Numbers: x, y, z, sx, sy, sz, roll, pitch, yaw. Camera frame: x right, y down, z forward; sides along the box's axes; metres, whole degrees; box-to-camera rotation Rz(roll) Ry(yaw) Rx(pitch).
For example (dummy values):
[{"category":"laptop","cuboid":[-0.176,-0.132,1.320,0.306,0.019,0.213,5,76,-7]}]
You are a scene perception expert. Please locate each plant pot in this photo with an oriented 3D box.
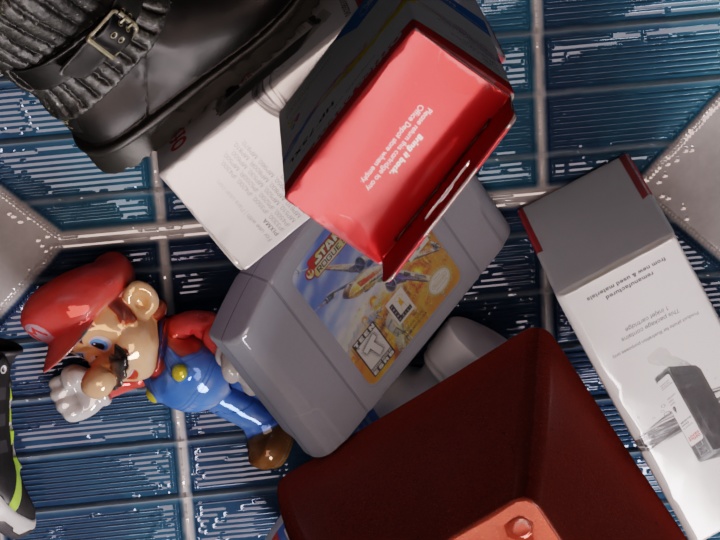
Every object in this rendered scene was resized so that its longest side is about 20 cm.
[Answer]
[{"category":"plant pot","cuboid":[0.077,0.186,1.636,0.200,0.176,0.200,-32,102,12]}]

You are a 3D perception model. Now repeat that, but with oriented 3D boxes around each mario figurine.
[{"category":"mario figurine","cuboid":[-0.123,0.071,1.732,0.200,0.106,0.123,27,107,-18]}]

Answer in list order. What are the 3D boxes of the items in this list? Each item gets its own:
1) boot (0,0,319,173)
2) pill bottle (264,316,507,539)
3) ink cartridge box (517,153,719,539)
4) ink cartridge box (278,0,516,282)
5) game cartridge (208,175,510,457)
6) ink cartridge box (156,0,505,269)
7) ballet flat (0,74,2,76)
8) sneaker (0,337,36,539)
[{"category":"boot","cuboid":[-0.122,-0.168,1.575,0.211,0.079,0.158,-45,129,-5]},{"category":"pill bottle","cuboid":[0.034,0.132,1.771,0.112,0.112,0.200,30,107,-17]},{"category":"ink cartridge box","cuboid":[0.188,0.049,1.737,0.084,0.144,0.200,-27,114,5]},{"category":"ink cartridge box","cuboid":[0.017,-0.082,1.475,0.067,0.200,0.116,34,103,-13]},{"category":"game cartridge","cuboid":[0.000,0.000,1.694,0.200,0.042,0.133,-51,133,-18]},{"category":"ink cartridge box","cuboid":[-0.024,-0.111,1.646,0.200,0.147,0.083,-39,110,8]},{"category":"ballet flat","cuboid":[-0.173,-0.156,1.652,0.200,0.073,0.073,-20,113,1]},{"category":"sneaker","cuboid":[-0.238,0.083,1.738,0.083,0.072,0.200,-35,124,-12]}]
